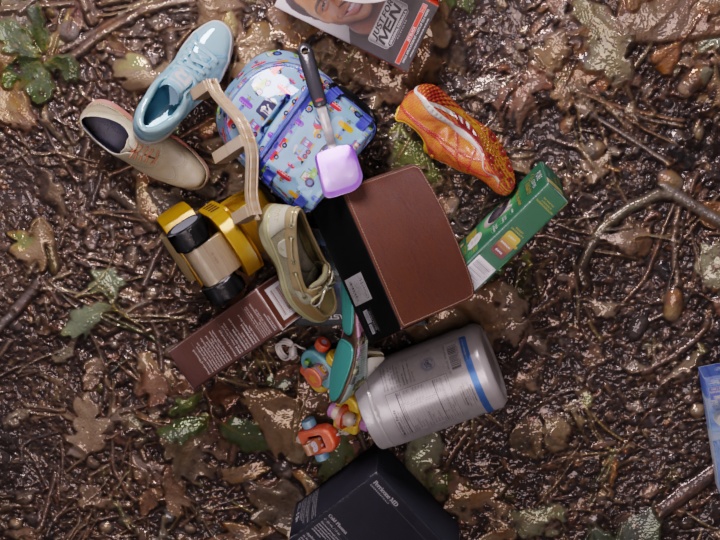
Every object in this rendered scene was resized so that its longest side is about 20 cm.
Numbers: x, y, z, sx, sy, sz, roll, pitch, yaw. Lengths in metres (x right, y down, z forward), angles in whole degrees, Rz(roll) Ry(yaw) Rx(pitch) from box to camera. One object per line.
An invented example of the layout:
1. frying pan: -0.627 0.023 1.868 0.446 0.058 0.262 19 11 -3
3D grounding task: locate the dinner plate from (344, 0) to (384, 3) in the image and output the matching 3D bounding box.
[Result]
1. dinner plate: -0.004 -0.437 1.546 0.198 0.024 0.202 2 78 -12

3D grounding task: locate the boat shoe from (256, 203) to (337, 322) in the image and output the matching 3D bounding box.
1. boat shoe: -0.073 -0.007 1.620 0.063 0.073 0.202 2 131 34

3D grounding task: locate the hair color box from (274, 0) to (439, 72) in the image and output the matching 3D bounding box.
1. hair color box: -0.004 -0.357 1.595 0.199 0.061 0.102 25 109 -5

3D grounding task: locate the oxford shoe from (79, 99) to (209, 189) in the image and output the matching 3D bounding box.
1. oxford shoe: -0.307 -0.166 1.674 0.199 0.074 0.071 27 109 -6

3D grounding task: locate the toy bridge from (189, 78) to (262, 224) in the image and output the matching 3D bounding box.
1. toy bridge: -0.165 -0.159 1.561 0.067 0.027 0.201 -26 80 41

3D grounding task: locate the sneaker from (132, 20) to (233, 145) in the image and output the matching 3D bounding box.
1. sneaker: -0.235 -0.254 1.610 0.074 0.082 0.201 33 86 -10

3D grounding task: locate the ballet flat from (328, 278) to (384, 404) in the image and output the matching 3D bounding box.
1. ballet flat: 0.001 0.095 1.684 0.071 0.069 0.202 0 105 -24

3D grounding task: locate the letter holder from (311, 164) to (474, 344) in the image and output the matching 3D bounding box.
1. letter holder: 0.048 -0.025 1.614 0.141 0.100 0.201 -22 86 -30

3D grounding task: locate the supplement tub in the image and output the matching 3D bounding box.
1. supplement tub: 0.102 0.168 1.737 0.199 0.132 0.133 -21 107 12

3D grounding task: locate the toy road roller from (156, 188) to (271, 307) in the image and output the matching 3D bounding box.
1. toy road roller: -0.188 -0.046 1.664 0.146 0.200 0.123 -35 109 -11

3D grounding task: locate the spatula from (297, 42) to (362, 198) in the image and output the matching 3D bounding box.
1. spatula: -0.046 -0.196 1.535 0.056 0.021 0.202 -16 93 -1

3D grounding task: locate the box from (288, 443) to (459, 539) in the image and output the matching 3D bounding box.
1. box: 0.025 0.404 1.839 0.182 0.104 0.200 -38 103 16

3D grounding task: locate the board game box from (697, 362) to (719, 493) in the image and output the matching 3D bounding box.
1. board game box: 0.617 0.221 1.769 0.198 0.043 0.200 -12 110 7

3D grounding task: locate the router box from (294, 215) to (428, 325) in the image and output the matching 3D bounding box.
1. router box: 0.000 0.000 1.720 0.198 0.062 0.151 -1 111 4

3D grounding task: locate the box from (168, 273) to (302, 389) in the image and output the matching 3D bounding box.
1. box: -0.171 0.084 1.706 0.199 0.100 0.075 -32 92 33

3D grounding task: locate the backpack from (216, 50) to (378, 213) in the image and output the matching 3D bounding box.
1. backpack: -0.096 -0.198 1.614 0.200 0.135 0.183 42 95 -4

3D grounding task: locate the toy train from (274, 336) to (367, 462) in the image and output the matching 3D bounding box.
1. toy train: -0.067 0.199 1.774 0.149 0.056 0.201 -9 107 34

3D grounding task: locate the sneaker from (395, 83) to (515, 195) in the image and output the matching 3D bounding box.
1. sneaker: 0.135 -0.175 1.657 0.200 0.073 0.077 43 129 -7

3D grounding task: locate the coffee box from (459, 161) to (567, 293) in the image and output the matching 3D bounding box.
1. coffee box: 0.201 -0.055 1.657 0.044 0.123 0.200 41 105 -10
